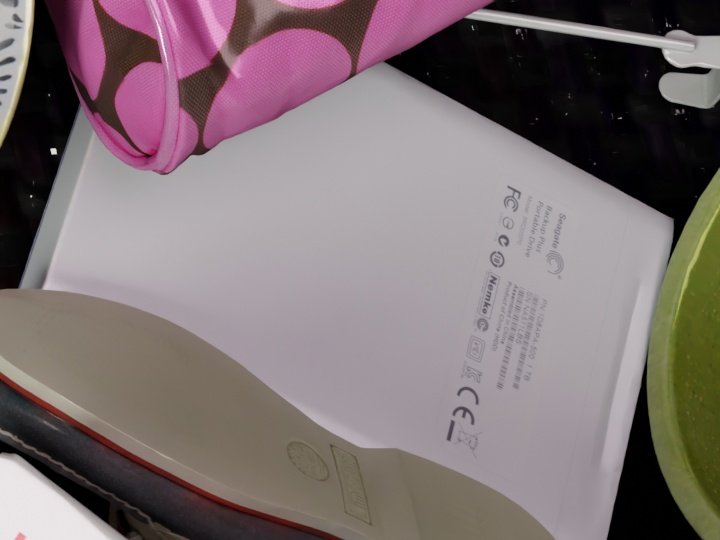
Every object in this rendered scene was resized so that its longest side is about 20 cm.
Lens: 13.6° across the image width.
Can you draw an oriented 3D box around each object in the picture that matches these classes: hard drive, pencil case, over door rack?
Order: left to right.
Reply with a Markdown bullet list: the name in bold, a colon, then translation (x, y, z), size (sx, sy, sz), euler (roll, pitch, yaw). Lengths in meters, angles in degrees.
- **hard drive**: translation (0.000, 0.000, 0.931), size (0.199, 0.025, 0.133), euler (27, 61, -21)
- **pencil case**: translation (0.000, -0.111, 0.878), size (0.199, 0.091, 0.094), euler (-32, 115, -20)
- **over door rack**: translation (0.047, -0.150, 0.988), size (0.199, 0.067, 0.149), euler (11, 69, -28)

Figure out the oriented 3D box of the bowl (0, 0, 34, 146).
- **bowl**: translation (-0.192, -0.081, 0.792), size (0.200, 0.094, 0.202), euler (11, 74, -40)

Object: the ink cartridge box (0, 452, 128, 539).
- **ink cartridge box**: translation (-0.076, 0.142, 0.750), size (0.200, 0.125, 0.129), euler (39, 74, -7)

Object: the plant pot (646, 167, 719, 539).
- **plant pot**: translation (0.226, 0.046, 0.960), size (0.190, 0.199, 0.201), euler (34, 57, -40)

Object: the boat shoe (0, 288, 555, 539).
- **boat shoe**: translation (-0.034, 0.070, 0.862), size (0.199, 0.063, 0.071), euler (27, 29, -23)
